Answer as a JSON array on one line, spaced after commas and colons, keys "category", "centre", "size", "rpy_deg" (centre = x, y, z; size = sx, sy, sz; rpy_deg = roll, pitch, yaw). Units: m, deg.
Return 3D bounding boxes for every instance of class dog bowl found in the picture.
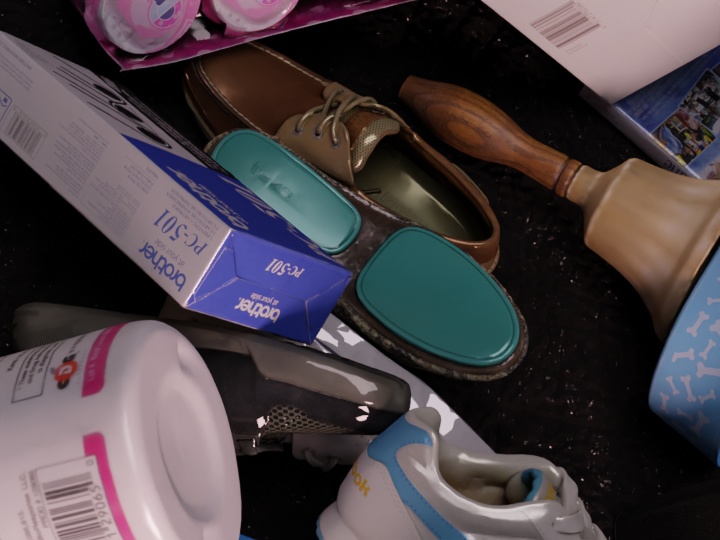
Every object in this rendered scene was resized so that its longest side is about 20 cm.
[{"category": "dog bowl", "centre": [0.217, 0.009, 0.998], "size": [0.049, 0.112, 0.200], "rpy_deg": [26, 68, 20]}]

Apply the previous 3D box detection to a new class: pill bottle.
[{"category": "pill bottle", "centre": [-0.162, 0.098, 0.791], "size": [0.199, 0.113, 0.114], "rpy_deg": [-14, 65, 15]}]

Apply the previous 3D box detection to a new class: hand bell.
[{"category": "hand bell", "centre": [0.109, -0.055, 1.029], "size": [0.199, 0.104, 0.104], "rpy_deg": [31, 59, 14]}]

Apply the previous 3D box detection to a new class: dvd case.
[{"category": "dvd case", "centre": [0.244, -0.084, 1.110], "size": [0.200, 0.018, 0.143], "rpy_deg": [42, 60, 7]}]

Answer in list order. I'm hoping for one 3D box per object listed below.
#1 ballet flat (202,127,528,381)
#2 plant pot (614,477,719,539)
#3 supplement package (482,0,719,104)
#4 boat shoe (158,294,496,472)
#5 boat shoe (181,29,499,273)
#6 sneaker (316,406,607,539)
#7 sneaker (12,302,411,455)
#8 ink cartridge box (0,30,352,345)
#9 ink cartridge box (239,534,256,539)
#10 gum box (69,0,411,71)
[{"category": "ballet flat", "centre": [0.000, 0.000, 0.949], "size": [0.200, 0.075, 0.068], "rpy_deg": [34, 65, 15]}, {"category": "plant pot", "centre": [0.251, 0.192, 0.884], "size": [0.199, 0.178, 0.201], "rpy_deg": [9, 63, -14]}, {"category": "supplement package", "centre": [0.127, -0.237, 1.018], "size": [0.191, 0.147, 0.201], "rpy_deg": [29, 40, -52]}, {"category": "boat shoe", "centre": [-0.016, 0.066, 0.933], "size": [0.200, 0.071, 0.070], "rpy_deg": [38, 85, 0]}, {"category": "boat shoe", "centre": [-0.003, -0.064, 0.989], "size": [0.200, 0.074, 0.076], "rpy_deg": [37, 59, 3]}, {"category": "sneaker", "centre": [0.083, 0.137, 0.831], "size": [0.199, 0.081, 0.077], "rpy_deg": [30, 20, -10]}, {"category": "sneaker", "centre": [-0.075, 0.081, 0.870], "size": [0.198, 0.076, 0.115], "rpy_deg": [5, 85, 13]}, {"category": "ink cartridge box", "centre": [-0.102, -0.041, 0.890], "size": [0.200, 0.044, 0.094], "rpy_deg": [39, 11, 37]}, {"category": "ink cartridge box", "centre": [-0.006, 0.206, 0.810], "size": [0.199, 0.085, 0.146], "rpy_deg": [20, 23, -9]}, {"category": "gum box", "centre": [-0.071, -0.183, 1.008], "size": [0.199, 0.066, 0.114], "rpy_deg": [-17, 45, -24]}]
